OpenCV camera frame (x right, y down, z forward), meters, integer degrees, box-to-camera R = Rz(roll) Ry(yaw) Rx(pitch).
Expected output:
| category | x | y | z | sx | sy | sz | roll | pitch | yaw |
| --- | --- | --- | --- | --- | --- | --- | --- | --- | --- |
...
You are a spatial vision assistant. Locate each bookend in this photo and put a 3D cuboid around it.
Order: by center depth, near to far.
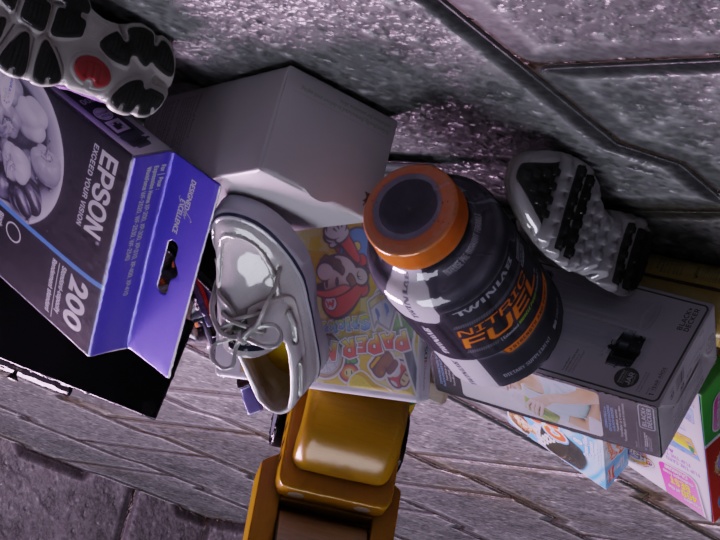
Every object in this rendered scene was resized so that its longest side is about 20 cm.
| category | x | y | z | sx | sy | sz | roll | pitch | yaw |
| --- | --- | --- | --- | --- | --- | --- | --- | --- | --- |
| bookend | -0.255 | 0.070 | 1.664 | 0.197 | 0.093 | 0.200 | 22 | 166 | 0 |

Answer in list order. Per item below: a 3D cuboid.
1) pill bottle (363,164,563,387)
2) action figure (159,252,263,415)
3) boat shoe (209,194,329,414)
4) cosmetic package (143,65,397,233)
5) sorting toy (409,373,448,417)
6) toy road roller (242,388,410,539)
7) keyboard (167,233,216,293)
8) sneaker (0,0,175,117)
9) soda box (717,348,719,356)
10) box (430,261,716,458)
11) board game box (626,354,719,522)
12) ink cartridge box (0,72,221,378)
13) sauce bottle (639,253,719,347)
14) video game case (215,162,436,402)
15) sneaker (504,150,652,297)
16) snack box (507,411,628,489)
| category | x | y | z | sx | sy | sz | roll | pitch | yaw |
| --- | --- | --- | --- | --- | --- | --- | --- | --- | --- |
| pill bottle | 0.070 | 0.000 | 1.347 | 0.105 | 0.107 | 0.200 | 7 | 158 | 28 |
| action figure | -0.163 | 0.053 | 1.784 | 0.104 | 0.202 | 0.193 | -21 | 176 | 4 |
| boat shoe | -0.079 | 0.038 | 1.390 | 0.074 | 0.086 | 0.203 | 13 | 143 | 21 |
| cosmetic package | -0.077 | -0.082 | 1.391 | 0.107 | 0.086 | 0.199 | 25 | 162 | -33 |
| sorting toy | -0.026 | 0.064 | 1.712 | 0.198 | 0.070 | 0.199 | 19 | -159 | -9 |
| toy road roller | -0.022 | 0.169 | 1.556 | 0.122 | 0.202 | 0.146 | 13 | 156 | -6 |
| keyboard | -0.167 | -0.049 | 1.483 | 0.200 | 0.040 | 0.104 | 45 | -154 | 1 |
| sneaker | -0.218 | -0.156 | 1.274 | 0.083 | 0.081 | 0.200 | 10 | 167 | 40 |
| soda box | 0.360 | 0.079 | 1.601 | 0.198 | 0.069 | 0.064 | 18 | 164 | -9 |
| box | 0.165 | 0.060 | 1.457 | 0.198 | 0.117 | 0.060 | 15 | 140 | 27 |
| board game box | 0.250 | 0.113 | 1.600 | 0.153 | 0.040 | 0.201 | 34 | 156 | 33 |
| ink cartridge box | -0.205 | -0.038 | 1.403 | 0.199 | 0.043 | 0.199 | 37 | 131 | 22 |
| sauce bottle | 0.231 | 0.016 | 1.509 | 0.198 | 0.067 | 0.066 | 14 | 167 | 21 |
| video game case | -0.030 | 0.003 | 1.486 | 0.198 | 0.184 | 0.023 | 5 | -174 | 32 |
| sneaker | 0.146 | -0.036 | 1.389 | 0.081 | 0.076 | 0.200 | 16 | 168 | 33 |
| snack box | 0.174 | 0.099 | 1.612 | 0.116 | 0.037 | 0.201 | 34 | 157 | 29 |
